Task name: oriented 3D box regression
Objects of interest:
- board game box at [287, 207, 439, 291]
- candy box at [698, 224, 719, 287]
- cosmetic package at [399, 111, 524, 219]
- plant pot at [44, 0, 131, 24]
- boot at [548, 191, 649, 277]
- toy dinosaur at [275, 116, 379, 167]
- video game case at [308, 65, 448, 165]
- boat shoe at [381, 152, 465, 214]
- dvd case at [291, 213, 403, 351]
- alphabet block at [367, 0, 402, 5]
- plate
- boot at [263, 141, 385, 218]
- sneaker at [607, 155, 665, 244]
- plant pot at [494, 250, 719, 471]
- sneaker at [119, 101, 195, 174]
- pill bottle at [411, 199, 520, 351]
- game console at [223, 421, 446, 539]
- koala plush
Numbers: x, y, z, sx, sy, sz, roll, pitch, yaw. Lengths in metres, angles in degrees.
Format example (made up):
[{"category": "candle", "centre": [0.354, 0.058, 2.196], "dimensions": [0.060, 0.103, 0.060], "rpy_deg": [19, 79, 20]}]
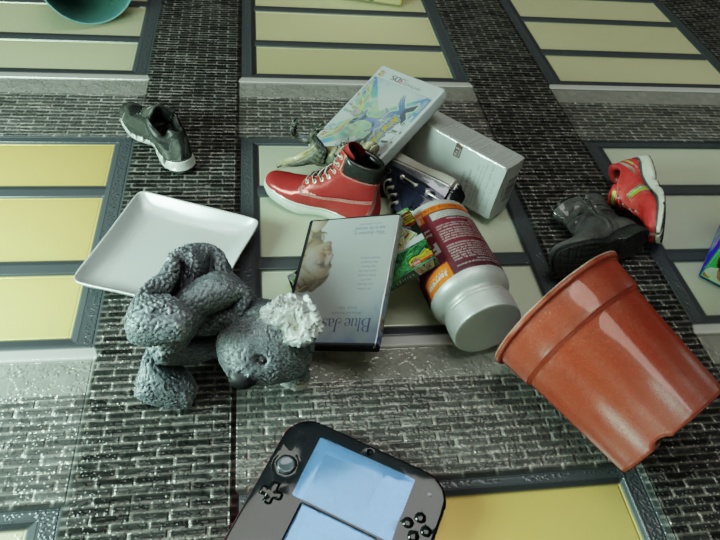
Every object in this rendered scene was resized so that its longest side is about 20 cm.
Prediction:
[{"category": "board game box", "centre": [0.000, 0.000, 0.898], "dimensions": [0.199, 0.023, 0.105], "rpy_deg": [-30, 52, 5]}, {"category": "candy box", "centre": [0.618, -0.088, 1.005], "dimensions": [0.077, 0.201, 0.169], "rpy_deg": [29, 49, 20]}, {"category": "cosmetic package", "centre": [0.163, -0.183, 1.100], "dimensions": [0.199, 0.102, 0.074], "rpy_deg": [33, 40, 23]}, {"category": "plant pot", "centre": [-0.597, -0.648, 1.394], "dimensions": [0.199, 0.202, 0.161], "rpy_deg": [-17, 40, -22]}, {"category": "boot", "centre": [0.347, -0.061, 1.048], "dimensions": [0.199, 0.070, 0.132], "rpy_deg": [-12, 42, -28]}, {"category": "toy dinosaur", "centre": [-0.072, -0.198, 1.046], "dimensions": [0.198, 0.088, 0.048], "rpy_deg": [1, 49, 28]}, {"category": "video game case", "centre": [0.025, -0.252, 1.108], "dimensions": [0.200, 0.022, 0.182], "rpy_deg": [-47, 43, -3]}, {"category": "boat shoe", "centre": [0.063, -0.130, 1.066], "dimensions": [0.199, 0.075, 0.093], "rpy_deg": [25, 64, 30]}, {"category": "dvd case", "centre": [-0.025, 0.014, 0.875], "dimensions": [0.142, 0.018, 0.201], "rpy_deg": [-2, 59, 24]}, {"category": "alphabet block", "centre": [0.023, -0.794, 1.613], "dimensions": [0.198, 0.196, 0.197], "rpy_deg": [7, 47, 1]}, {"category": "plate", "centre": [-0.271, -0.023, 0.941], "dimensions": [0.198, 0.032, 0.200], "rpy_deg": [14, 47, 5]}, {"category": "boot", "centre": [-0.058, -0.152, 1.016], "dimensions": [0.198, 0.145, 0.073], "rpy_deg": [18, 48, 12]}, {"category": "sneaker", "centre": [0.467, -0.116, 1.118], "dimensions": [0.084, 0.077, 0.201], "rpy_deg": [-7, 43, 14]}, {"category": "plant pot", "centre": [0.301, 0.117, 0.786], "dimensions": [0.200, 0.201, 0.196], "rpy_deg": [-25, 63, -28]}, {"category": "sneaker", "centre": [-0.347, -0.251, 1.109], "dimensions": [0.066, 0.091, 0.200], "rpy_deg": [-29, 56, -32]}, {"category": "pill bottle", "centre": [0.136, 0.006, 0.911], "dimensions": [0.113, 0.115, 0.201], "rpy_deg": [-9, 47, -16]}, {"category": "game console", "centre": [-0.022, 0.265, 0.698], "dimensions": [0.199, 0.031, 0.177], "rpy_deg": [21, 47, 13]}, {"category": "koala plush", "centre": [-0.142, 0.070, 0.769], "dimensions": [0.198, 0.178, 0.185], "rpy_deg": [16, 47, 4]}]
